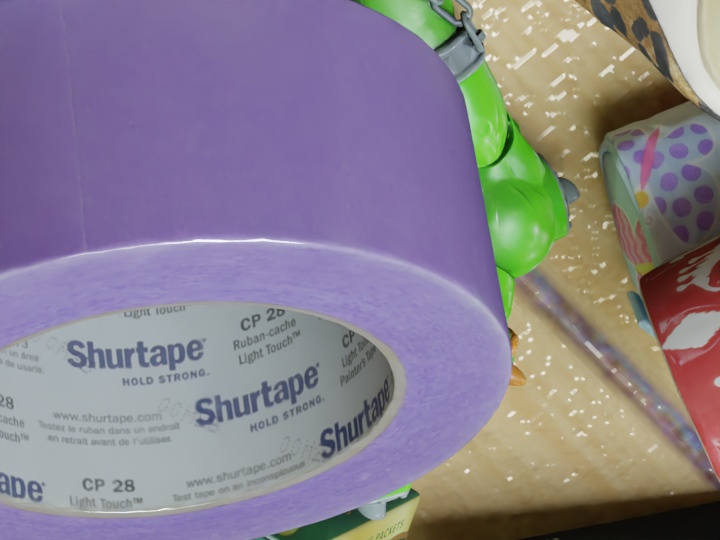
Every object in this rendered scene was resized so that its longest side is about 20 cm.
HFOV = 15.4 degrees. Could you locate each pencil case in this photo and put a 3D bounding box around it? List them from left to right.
[{"bbox_3d":[0.186,-0.040,0.956,0.199,0.083,0.091,-19,140,0],"label":"pencil case"}]

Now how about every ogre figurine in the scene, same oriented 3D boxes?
[{"bbox_3d":[0.000,0.000,0.935,0.120,0.098,0.200,32,71,-24],"label":"ogre figurine"}]

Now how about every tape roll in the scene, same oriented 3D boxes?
[{"bbox_3d":[-0.060,0.006,0.768,0.199,0.085,0.200,-6,152,-3],"label":"tape roll"}]

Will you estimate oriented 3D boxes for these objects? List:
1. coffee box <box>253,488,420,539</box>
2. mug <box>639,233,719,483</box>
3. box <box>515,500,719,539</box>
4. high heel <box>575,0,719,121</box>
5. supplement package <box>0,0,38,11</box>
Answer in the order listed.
[{"bbox_3d":[-0.047,0.172,0.989,0.044,0.123,0.201,24,103,18],"label":"coffee box"},{"bbox_3d":[0.212,0.027,0.875,0.200,0.134,0.178,-25,116,9],"label":"mug"},{"bbox_3d":[0.126,0.203,1.025,0.182,0.104,0.201,-7,107,-22],"label":"box"},{"bbox_3d":[0.108,-0.094,0.845,0.200,0.143,0.072,33,97,3],"label":"high heel"},{"bbox_3d":[-0.096,-0.083,0.805,0.109,0.114,0.200,-18,150,16],"label":"supplement package"}]
